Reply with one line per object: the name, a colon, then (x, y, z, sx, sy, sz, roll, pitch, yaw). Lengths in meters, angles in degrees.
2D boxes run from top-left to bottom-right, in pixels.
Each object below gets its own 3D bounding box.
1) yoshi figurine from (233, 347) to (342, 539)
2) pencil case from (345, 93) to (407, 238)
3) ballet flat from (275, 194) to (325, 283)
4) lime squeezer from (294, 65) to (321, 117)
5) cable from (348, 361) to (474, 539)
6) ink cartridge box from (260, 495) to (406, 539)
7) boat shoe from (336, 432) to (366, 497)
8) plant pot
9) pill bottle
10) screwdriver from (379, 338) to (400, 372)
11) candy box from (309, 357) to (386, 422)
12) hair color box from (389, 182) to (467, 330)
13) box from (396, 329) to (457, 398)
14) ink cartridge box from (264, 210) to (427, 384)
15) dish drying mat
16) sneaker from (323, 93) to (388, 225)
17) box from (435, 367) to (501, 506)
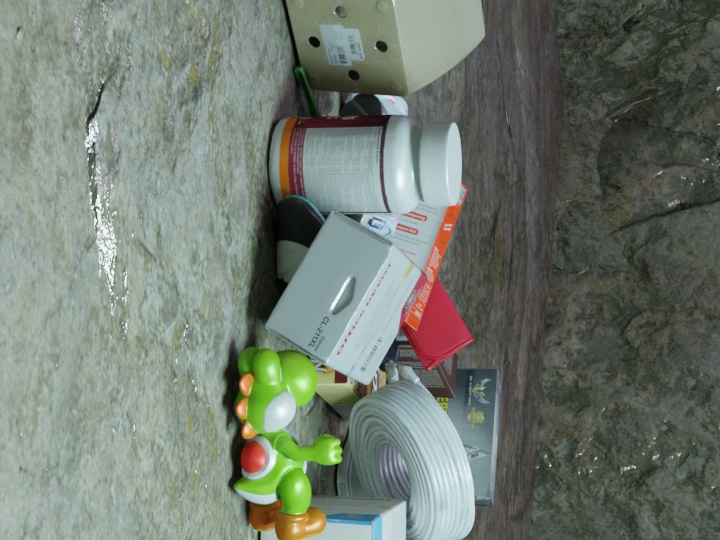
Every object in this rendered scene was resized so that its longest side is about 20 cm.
yoshi figurine: (-0.075, 0.167, 1.476, 0.112, 0.111, 0.202, -89, 172, -74)
pencil case: (0.010, -0.134, 1.834, 0.083, 0.090, 0.202, -33, -137, 55)
ballet flat: (-0.057, -0.003, 1.610, 0.200, 0.067, 0.069, 68, 39, -55)
lime squeezer: (-0.056, -0.140, 1.693, 0.070, 0.038, 0.202, -10, 102, -44)
cable: (0.060, 0.232, 1.704, 0.200, 0.069, 0.201, 42, -41, 46)
ink cartridge box: (-0.024, 0.325, 1.607, 0.200, 0.127, 0.127, 8, 83, -76)
boat shoe: (0.022, 0.230, 1.899, 0.201, 0.071, 0.071, -71, 156, -52)
plant pot: (0.017, -0.310, 1.666, 0.178, 0.198, 0.201, -62, 150, -42)
pill bottle: (0.007, -0.117, 1.582, 0.110, 0.198, 0.111, 0, 90, -76)
screwdriver: (0.040, 0.082, 1.876, 0.029, 0.028, 0.200, 51, 17, -16)
candy box: (-0.013, 0.112, 1.793, 0.200, 0.055, 0.117, 54, 38, -67)
hair color box: (0.057, -0.035, 1.873, 0.202, 0.101, 0.061, -69, 159, -8)
box: (0.074, 0.115, 2.050, 0.200, 0.099, 0.076, 65, 28, -59)
ink cartridge box: (-0.011, 0.033, 1.560, 0.146, 0.082, 0.200, -59, 163, -3)
dish drying mat: (0.070, 0.029, 1.893, 0.201, 0.076, 0.018, 60, 9, 23)
sneaker: (0.001, -0.101, 1.683, 0.080, 0.070, 0.202, 30, 75, -63)
box: (0.125, 0.247, 2.135, 0.048, 0.157, 0.202, 59, 35, -63)
